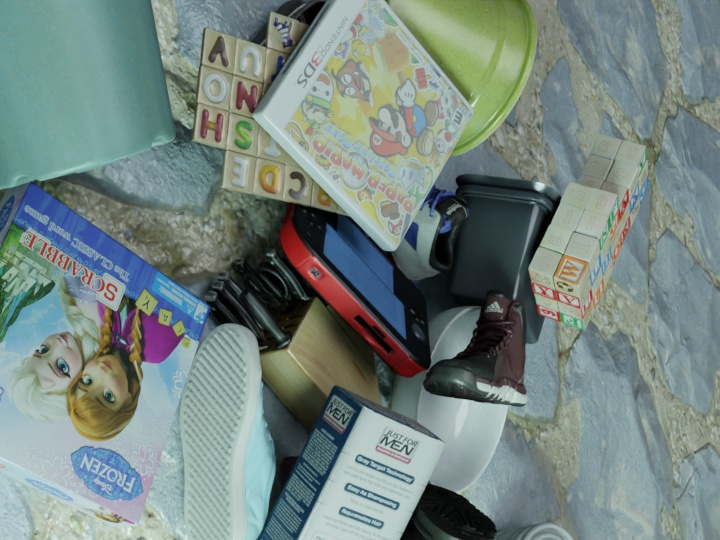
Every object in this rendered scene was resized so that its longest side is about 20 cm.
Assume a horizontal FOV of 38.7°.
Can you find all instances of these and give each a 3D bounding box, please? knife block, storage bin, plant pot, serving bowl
[{"bbox_3d":[-0.064,0.084,0.973,0.174,0.063,0.204,1,80,-48],"label":"knife block"},{"bbox_3d":[0.161,-0.006,1.196,0.200,0.143,0.136,51,52,-61],"label":"storage bin"},{"bbox_3d":[0.057,-0.252,1.111,0.183,0.199,0.203,23,63,-33],"label":"plant pot"},{"bbox_3d":[-0.233,-0.175,0.761,0.199,0.198,0.199,-28,109,-48],"label":"plant pot"},{"bbox_3d":[0.090,0.137,1.117,0.199,0.065,0.204,-12,105,-53],"label":"serving bowl"}]

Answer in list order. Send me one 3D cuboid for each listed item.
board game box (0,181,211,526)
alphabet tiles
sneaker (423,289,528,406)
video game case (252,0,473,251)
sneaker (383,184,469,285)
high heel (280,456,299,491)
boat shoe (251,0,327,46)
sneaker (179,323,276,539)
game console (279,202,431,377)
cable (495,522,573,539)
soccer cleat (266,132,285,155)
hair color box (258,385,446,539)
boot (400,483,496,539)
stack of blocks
[{"bbox_3d":[-0.227,0.069,0.806,0.199,0.041,0.202,38,54,-37],"label":"board game box"},{"bbox_3d":[-0.065,-0.148,0.947,0.198,0.007,0.170,10,83,-40],"label":"alphabet tiles"},{"bbox_3d":[0.121,0.074,1.044,0.200,0.075,0.118,24,72,-64],"label":"sneaker"},{"bbox_3d":[0.011,-0.152,0.987,0.200,0.023,0.183,44,66,-31],"label":"video game case"},{"bbox_3d":[0.057,-0.079,1.112,0.080,0.114,0.202,-31,103,-48],"label":"sneaker"},{"bbox_3d":[-0.019,0.266,0.951,0.067,0.095,0.203,-17,93,-49],"label":"high heel"},{"bbox_3d":[-0.084,-0.206,1.026,0.067,0.056,0.202,48,49,-31],"label":"boat shoe"},{"bbox_3d":[-0.109,0.147,0.897,0.082,0.073,0.204,2,95,-64],"label":"sneaker"},{"bbox_3d":[0.000,0.000,1.014,0.200,0.031,0.178,47,22,-17],"label":"game console"},{"bbox_3d":[0.202,0.398,1.193,0.202,0.069,0.200,60,43,-18],"label":"cable"},{"bbox_3d":[-0.040,-0.134,1.021,0.199,0.069,0.079,-23,121,-42],"label":"soccer cleat"},{"bbox_3d":[-0.018,0.214,0.891,0.099,0.060,0.202,27,90,-31],"label":"hair color box"},{"bbox_3d":[0.063,0.292,0.954,0.211,0.078,0.160,80,28,-86],"label":"boot"},{"bbox_3d":[0.260,-0.051,1.152,0.202,0.058,0.115,-62,154,-18],"label":"stack of blocks"}]
